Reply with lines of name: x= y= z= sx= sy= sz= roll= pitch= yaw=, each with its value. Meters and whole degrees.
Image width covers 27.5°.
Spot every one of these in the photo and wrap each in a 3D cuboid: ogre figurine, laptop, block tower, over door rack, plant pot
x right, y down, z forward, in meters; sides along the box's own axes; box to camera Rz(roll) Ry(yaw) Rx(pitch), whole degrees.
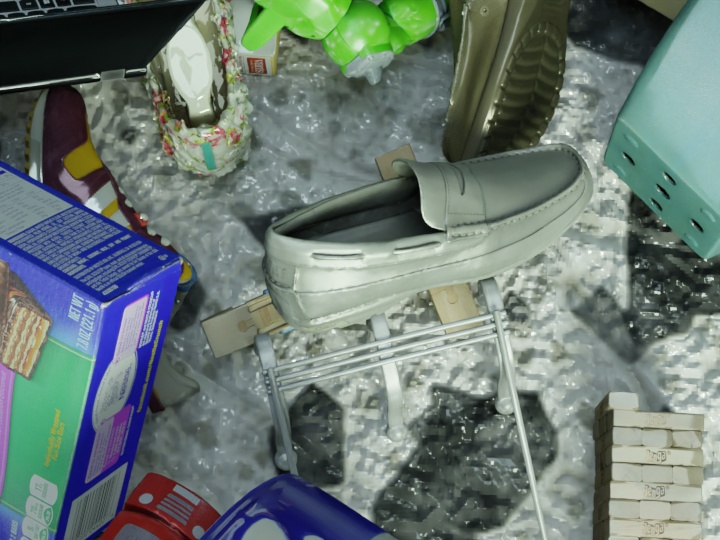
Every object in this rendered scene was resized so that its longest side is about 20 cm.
ogre figurine: x=-0.026 y=-0.188 z=0.872 sx=0.097 sy=0.201 sz=0.121 roll=-15 pitch=38 yaw=32
laptop: x=-0.204 y=-0.152 z=0.776 sx=0.185 sy=0.117 sz=0.201 roll=-10 pitch=52 yaw=-24
block tower: x=0.158 y=0.172 z=0.817 sx=0.057 sy=0.054 sz=0.203 roll=3 pitch=74 yaw=-1
over door rack: x=0.029 y=0.119 z=0.830 sx=0.146 sy=0.067 sz=0.202 roll=-13 pitch=87 yaw=-4
plant pot: x=0.246 y=-0.114 z=0.866 sx=0.200 sy=0.141 sz=0.141 roll=-43 pitch=79 yaw=-5

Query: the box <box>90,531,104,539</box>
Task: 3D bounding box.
box: x=-0.207 y=0.222 z=0.798 sx=0.197 sy=0.044 sz=0.162 roll=4 pitch=73 yaw=0

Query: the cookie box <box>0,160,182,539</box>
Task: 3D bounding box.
cookie box: x=-0.210 y=0.034 z=0.778 sx=0.198 sy=0.075 sz=0.173 roll=26 pitch=117 yaw=18

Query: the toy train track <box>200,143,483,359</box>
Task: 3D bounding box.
toy train track: x=0.000 y=0.000 z=0.868 sx=0.198 sy=0.033 sz=0.116 roll=-24 pitch=96 yaw=-9

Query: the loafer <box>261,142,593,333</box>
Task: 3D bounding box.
loafer: x=0.040 y=-0.030 z=0.810 sx=0.198 sy=0.070 sz=0.070 roll=-23 pitch=44 yaw=-15

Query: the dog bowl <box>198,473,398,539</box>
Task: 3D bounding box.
dog bowl: x=-0.054 y=0.200 z=0.696 sx=0.078 sy=0.200 sz=0.201 roll=31 pitch=75 yaw=15

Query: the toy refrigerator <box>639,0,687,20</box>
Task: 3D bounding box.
toy refrigerator: x=0.142 y=-0.241 z=0.925 sx=0.199 sy=0.070 sz=0.076 roll=32 pitch=49 yaw=7

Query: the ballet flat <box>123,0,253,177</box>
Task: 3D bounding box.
ballet flat: x=-0.105 y=-0.154 z=0.865 sx=0.075 sy=0.064 sz=0.202 roll=-18 pitch=79 yaw=-4

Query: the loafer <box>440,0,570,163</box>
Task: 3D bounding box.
loafer: x=0.086 y=-0.151 z=0.890 sx=0.067 sy=0.076 sz=0.202 roll=20 pitch=96 yaw=36

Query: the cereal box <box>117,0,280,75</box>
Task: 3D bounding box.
cereal box: x=-0.144 y=-0.202 z=0.928 sx=0.197 sy=0.040 sz=0.146 roll=3 pitch=75 yaw=0

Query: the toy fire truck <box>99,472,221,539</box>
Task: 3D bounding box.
toy fire truck: x=-0.133 y=0.203 z=0.709 sx=0.048 sy=0.201 sz=0.141 roll=29 pitch=46 yaw=6

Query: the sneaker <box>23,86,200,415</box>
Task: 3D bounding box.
sneaker: x=-0.142 y=-0.014 z=0.858 sx=0.089 sy=0.075 sz=0.203 roll=-8 pitch=82 yaw=-3
